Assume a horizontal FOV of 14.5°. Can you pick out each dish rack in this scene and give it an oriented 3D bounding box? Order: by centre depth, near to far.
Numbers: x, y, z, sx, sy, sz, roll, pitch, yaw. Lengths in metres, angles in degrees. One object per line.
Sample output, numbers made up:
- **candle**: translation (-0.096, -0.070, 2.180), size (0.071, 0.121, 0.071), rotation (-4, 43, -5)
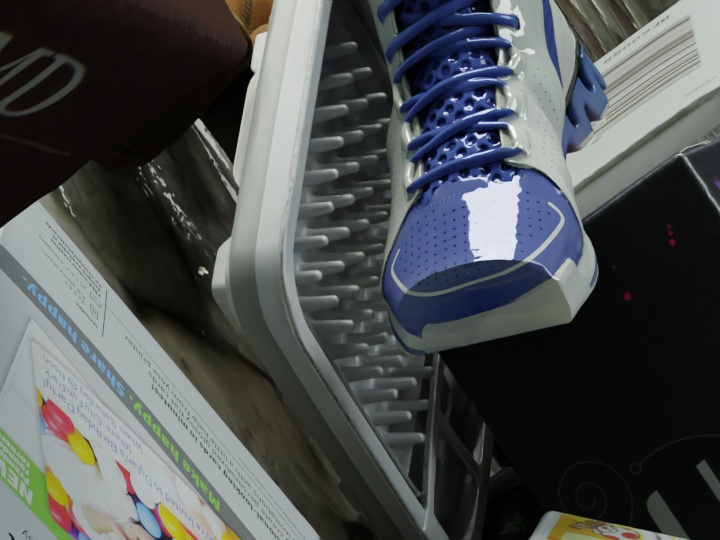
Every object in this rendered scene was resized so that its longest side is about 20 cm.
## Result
- **dish rack**: translation (0.000, 0.000, 1.035), size (0.200, 0.043, 0.173), rotation (60, 31, -48)

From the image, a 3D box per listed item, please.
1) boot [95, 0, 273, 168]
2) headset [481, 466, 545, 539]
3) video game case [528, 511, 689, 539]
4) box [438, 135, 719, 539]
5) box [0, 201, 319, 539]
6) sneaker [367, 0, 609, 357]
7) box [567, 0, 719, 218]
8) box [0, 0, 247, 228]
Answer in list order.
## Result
- **boot**: translation (-0.089, -0.116, 1.080), size (0.200, 0.077, 0.156), rotation (12, 38, -57)
- **headset**: translation (0.076, 0.148, 1.103), size (0.124, 0.094, 0.200), rotation (56, -2, -7)
- **video game case**: translation (0.123, 0.126, 0.834), size (0.200, 0.181, 0.023), rotation (-42, 141, -72)
- **box**: translation (0.138, 0.066, 1.045), size (0.201, 0.122, 0.106), rotation (56, 20, 5)
- **box**: translation (-0.069, 0.080, 0.767), size (0.156, 0.041, 0.200), rotation (52, 16, -21)
- **sneaker**: translation (0.033, -0.066, 0.993), size (0.200, 0.080, 0.116), rotation (-78, 149, -56)
- **box**: translation (0.147, 0.000, 1.365), size (0.172, 0.200, 0.199), rotation (51, 14, -12)
- **box**: translation (-0.160, -0.057, 0.418), size (0.165, 0.199, 0.166), rotation (61, 15, 17)
